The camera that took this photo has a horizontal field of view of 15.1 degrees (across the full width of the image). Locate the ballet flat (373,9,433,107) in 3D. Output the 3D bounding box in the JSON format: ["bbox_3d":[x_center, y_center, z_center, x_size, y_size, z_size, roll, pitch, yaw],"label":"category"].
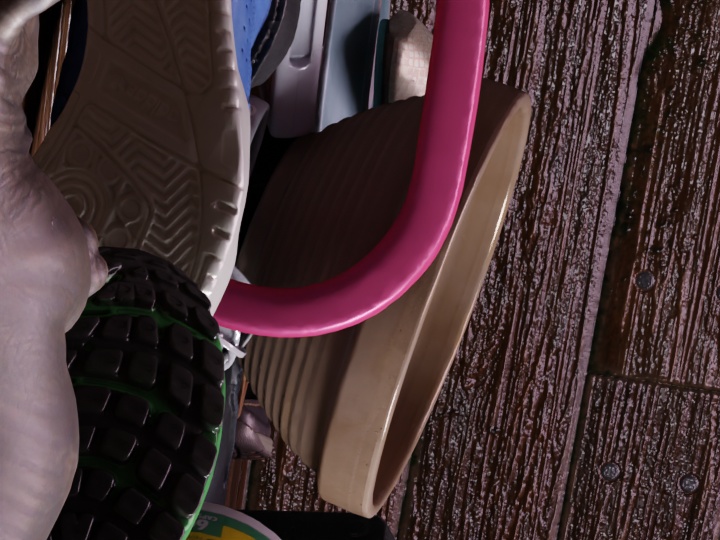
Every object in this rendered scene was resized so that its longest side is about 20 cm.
[{"bbox_3d":[0.037,-0.064,1.373,0.200,0.062,0.068,91,6,-60],"label":"ballet flat"}]

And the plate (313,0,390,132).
[{"bbox_3d":[-0.003,-0.093,1.376,0.200,0.025,0.201,6,90,-87],"label":"plate"}]

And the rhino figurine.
[{"bbox_3d":[-0.082,0.002,0.538,0.087,0.059,0.201,-72,169,-77],"label":"rhino figurine"}]

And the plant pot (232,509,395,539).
[{"bbox_3d":[-0.056,0.229,1.358,0.200,0.199,0.178,-80,169,-59],"label":"plant pot"}]

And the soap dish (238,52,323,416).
[{"bbox_3d":[-0.063,-0.033,1.453,0.200,0.081,0.158,-82,-179,-69],"label":"soap dish"}]

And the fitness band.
[{"bbox_3d":[-0.026,-0.075,1.025,0.037,0.143,0.201,-23,121,-88],"label":"fitness band"}]

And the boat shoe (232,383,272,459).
[{"bbox_3d":[-0.090,0.068,1.538,0.200,0.074,0.074,179,-90,-81],"label":"boat shoe"}]

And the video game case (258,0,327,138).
[{"bbox_3d":[-0.040,-0.191,1.174,0.182,0.024,0.201,98,-18,-52],"label":"video game case"}]

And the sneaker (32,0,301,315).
[{"bbox_3d":[-0.063,-0.054,0.887,0.111,0.076,0.201,38,53,-79],"label":"sneaker"}]

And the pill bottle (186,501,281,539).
[{"bbox_3d":[-0.082,0.189,1.139,0.200,0.112,0.113,-80,179,-66],"label":"pill bottle"}]

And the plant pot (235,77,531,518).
[{"bbox_3d":[0.000,0.000,1.208,0.201,0.092,0.202,22,90,-82],"label":"plant pot"}]

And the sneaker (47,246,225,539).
[{"bbox_3d":[-0.094,0.088,0.766,0.085,0.078,0.201,131,-23,-78],"label":"sneaker"}]

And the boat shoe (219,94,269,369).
[{"bbox_3d":[-0.076,0.009,1.130,0.072,0.068,0.201,99,0,-57],"label":"boat shoe"}]

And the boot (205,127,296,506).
[{"bbox_3d":[-0.079,0.038,1.314,0.163,0.073,0.199,95,10,-49],"label":"boot"}]
